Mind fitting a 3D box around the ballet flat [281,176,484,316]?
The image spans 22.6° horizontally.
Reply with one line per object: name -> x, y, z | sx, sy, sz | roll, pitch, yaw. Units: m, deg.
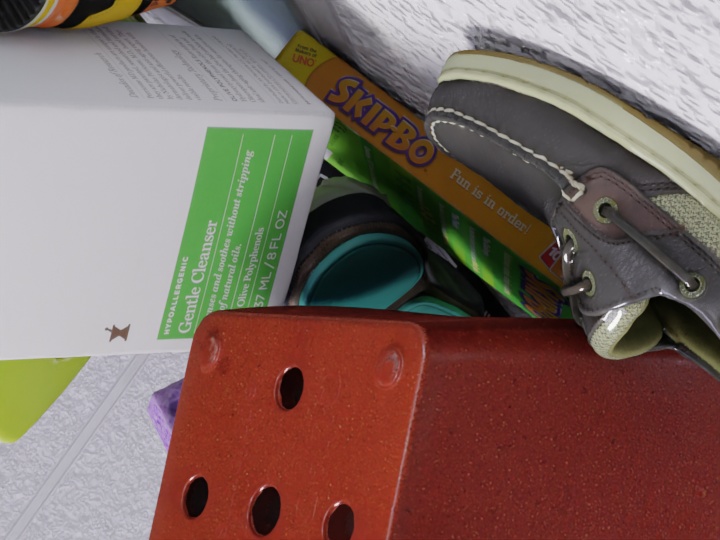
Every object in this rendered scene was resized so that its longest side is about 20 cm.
ballet flat -> 0.000, 0.000, 0.797 | 0.073, 0.073, 0.200 | 32, 179, 25

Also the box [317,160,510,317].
box -> 0.004, -0.003, 1.005 | 0.159, 0.044, 0.200 | 30, 170, 33

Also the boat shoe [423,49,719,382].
boat shoe -> 0.094, -0.002, 0.570 | 0.200, 0.066, 0.072 | 32, 171, 23

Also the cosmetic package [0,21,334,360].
cosmetic package -> -0.122, -0.032, 0.664 | 0.198, 0.109, 0.085 | -3, -149, -34

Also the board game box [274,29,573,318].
board game box -> 0.042, -0.027, 0.781 | 0.199, 0.030, 0.096 | 40, 172, -3

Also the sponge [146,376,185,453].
sponge -> -0.005, 0.124, 0.831 | 0.201, 0.111, 0.030 | 60, 155, 17

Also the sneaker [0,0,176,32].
sneaker -> -0.144, -0.155, 0.699 | 0.089, 0.070, 0.200 | -3, -140, -46

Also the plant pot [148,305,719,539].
plant pot -> 0.030, 0.102, 0.658 | 0.175, 0.202, 0.199 | 19, 169, -37

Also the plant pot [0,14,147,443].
plant pot -> -0.185, -0.077, 0.811 | 0.199, 0.181, 0.200 | 49, -177, 37
